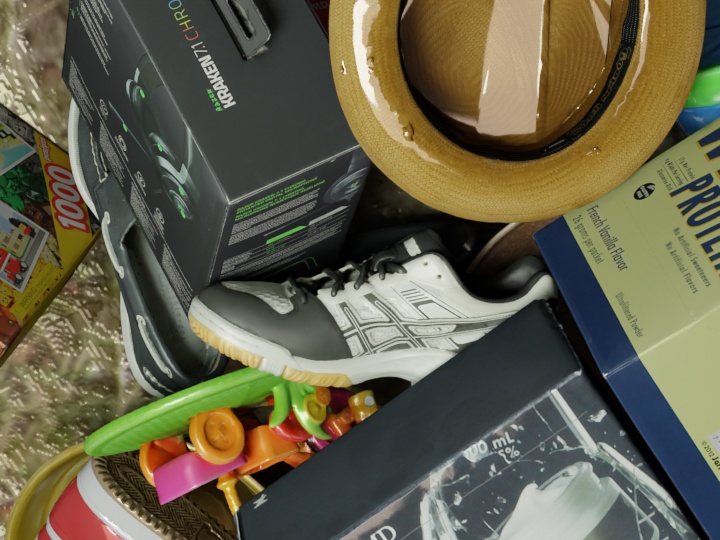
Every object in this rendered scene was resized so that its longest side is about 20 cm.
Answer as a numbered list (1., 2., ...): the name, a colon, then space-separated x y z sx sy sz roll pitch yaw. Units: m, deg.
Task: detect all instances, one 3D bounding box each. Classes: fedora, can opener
1. fedora: 0.073 -0.127 1.307 0.199 0.082 0.202 -1 102 -6
2. can opener: 0.000 0.000 1.501 0.199 0.063 0.079 -13 81 35

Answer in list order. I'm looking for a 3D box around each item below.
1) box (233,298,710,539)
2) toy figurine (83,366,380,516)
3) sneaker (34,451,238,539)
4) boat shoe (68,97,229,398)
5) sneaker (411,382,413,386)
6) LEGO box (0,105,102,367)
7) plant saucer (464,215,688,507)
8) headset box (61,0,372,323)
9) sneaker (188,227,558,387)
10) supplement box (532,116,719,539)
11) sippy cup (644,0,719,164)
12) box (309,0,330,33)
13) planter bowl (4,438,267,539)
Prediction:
1. box: 0.073 0.159 1.345 0.200 0.124 0.197 -35 106 4
2. toy figurine: -0.035 0.151 1.474 0.150 0.199 0.185 -29 79 47
3. sneaker: -0.110 0.206 1.548 0.200 0.071 0.113 43 114 1
4. boat shoe: -0.114 -0.027 1.507 0.075 0.060 0.201 -18 91 -22
5. sneaker: 0.082 0.083 1.532 0.080 0.076 0.201 -20 96 34
6. LEGO box: -0.242 -0.019 1.501 0.149 0.200 0.077 36 119 -4
7. plant saucer: 0.147 0.044 1.441 0.199 0.037 0.202 4 111 11
8. headset box: -0.078 -0.091 1.391 0.175 0.092 0.200 61 163 16
9. sneaker: 0.009 0.014 1.389 0.199 0.076 0.088 8 108 -17
10. supplement box: 0.229 0.030 1.306 0.199 0.134 0.200 -32 123 6
11. sippy cup: 0.226 -0.090 1.387 0.177 0.140 0.131 9 137 54
12. box: 0.053 -0.172 1.407 0.199 0.096 0.100 -14 111 20
13. planter bowl: -0.112 0.171 1.620 0.199 0.084 0.202 6 116 12
